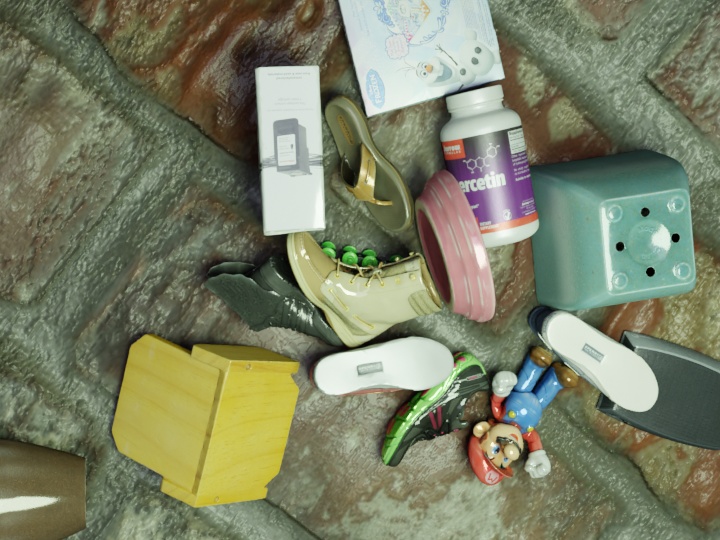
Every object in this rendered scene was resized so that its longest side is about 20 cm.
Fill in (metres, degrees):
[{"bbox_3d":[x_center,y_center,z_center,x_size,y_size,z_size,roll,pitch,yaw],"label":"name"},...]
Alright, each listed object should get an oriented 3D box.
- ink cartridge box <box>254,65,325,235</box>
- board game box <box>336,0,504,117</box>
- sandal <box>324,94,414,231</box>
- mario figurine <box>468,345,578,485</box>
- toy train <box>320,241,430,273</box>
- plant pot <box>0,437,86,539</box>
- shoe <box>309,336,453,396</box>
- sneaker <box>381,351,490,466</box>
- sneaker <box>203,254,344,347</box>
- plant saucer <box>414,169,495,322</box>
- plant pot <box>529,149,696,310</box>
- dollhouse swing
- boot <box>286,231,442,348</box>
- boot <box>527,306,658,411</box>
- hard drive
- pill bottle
[{"bbox_3d":[-0.092,-0.154,1.140,0.081,0.145,0.205,-3,98,-6],"label":"ink cartridge box"},{"bbox_3d":[0.076,-0.331,1.180,0.195,0.043,0.205,-15,99,-2],"label":"board game box"},{"bbox_3d":[0.001,-0.137,1.178,0.054,0.080,0.203,-32,96,-39],"label":"sandal"},{"bbox_3d":[0.228,0.214,1.228,0.122,0.106,0.202,32,87,24],"label":"mario figurine"},{"bbox_3d":[0.000,0.000,1.221,0.195,0.042,0.058,10,108,-5],"label":"toy train"},{"bbox_3d":[-0.468,0.304,1.172,0.195,0.187,0.192,-1,98,-18],"label":"plant pot"},{"bbox_3d":[0.025,0.134,1.216,0.195,0.091,0.073,-6,86,-11],"label":"shoe"},{"bbox_3d":[0.106,0.208,1.237,0.084,0.077,0.200,44,94,-4],"label":"sneaker"},{"bbox_3d":[-0.114,0.052,1.209,0.103,0.060,0.200,-34,116,21],"label":"sneaker"},{"bbox_3d":[0.117,-0.027,1.142,0.050,0.201,0.205,-17,98,-5],"label":"plant saucer"},{"bbox_3d":[0.343,-0.049,1.157,0.191,0.200,0.201,-8,98,-3],"label":"plant pot"},{"bbox_3d":[-0.218,0.196,1.234,0.180,0.174,0.205,7,99,-47],"label":"dollhouse swing"},{"bbox_3d":[0.006,0.006,1.152,0.153,0.074,0.201,-21,123,22],"label":"boot"},{"bbox_3d":[0.327,0.117,1.235,0.199,0.090,0.073,40,91,-10],"label":"boot"},{"bbox_3d":[0.456,0.180,1.273,0.196,0.042,0.138,19,96,-6],"label":"hard drive"},{"bbox_3d":[0.169,-0.139,1.177,0.110,0.112,0.205,-13,98,-2],"label":"pill bottle"}]
